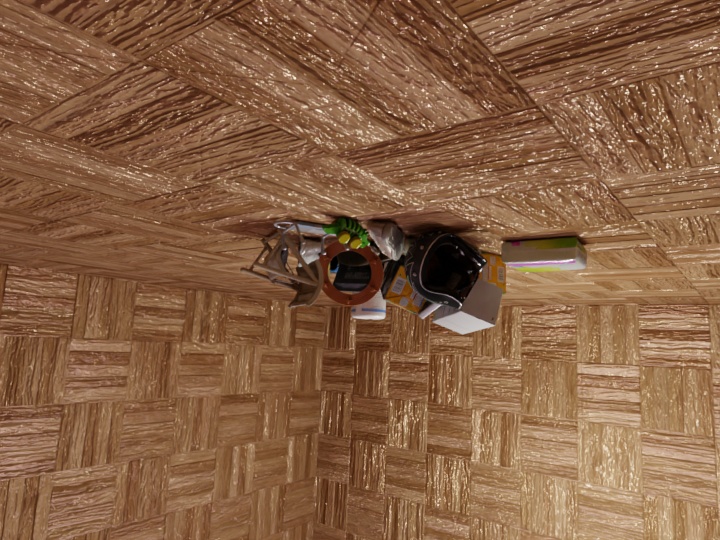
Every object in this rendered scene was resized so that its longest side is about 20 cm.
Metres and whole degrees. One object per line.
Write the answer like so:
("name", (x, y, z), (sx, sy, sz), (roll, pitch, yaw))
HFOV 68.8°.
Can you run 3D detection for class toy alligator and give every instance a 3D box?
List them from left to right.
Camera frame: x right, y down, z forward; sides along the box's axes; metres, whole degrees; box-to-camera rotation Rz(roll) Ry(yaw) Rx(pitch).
("toy alligator", (-0.008, -0.090, 1.301), (0.199, 0.059, 0.054), (20, 119, -41))

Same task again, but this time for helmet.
("helmet", (0.207, -0.008, 1.356), (0.190, 0.201, 0.200), (30, 176, 10))

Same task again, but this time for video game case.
("video game case", (0.267, 0.040, 1.569), (0.023, 0.182, 0.200), (42, 133, -4))

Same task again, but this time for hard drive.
("hard drive", (0.000, 0.000, 1.632), (0.139, 0.033, 0.200), (1, -149, 9))

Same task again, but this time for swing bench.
("swing bench", (-0.210, 0.002, 1.490), (0.200, 0.130, 0.199), (38, 161, -16))

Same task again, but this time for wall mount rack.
("wall mount rack", (-0.117, -0.083, 1.335), (0.199, 0.075, 0.174), (6, 171, -25))

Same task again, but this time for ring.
("ring", (-0.032, 0.008, 1.525), (0.199, 0.202, 0.019), (1, -167, 9))

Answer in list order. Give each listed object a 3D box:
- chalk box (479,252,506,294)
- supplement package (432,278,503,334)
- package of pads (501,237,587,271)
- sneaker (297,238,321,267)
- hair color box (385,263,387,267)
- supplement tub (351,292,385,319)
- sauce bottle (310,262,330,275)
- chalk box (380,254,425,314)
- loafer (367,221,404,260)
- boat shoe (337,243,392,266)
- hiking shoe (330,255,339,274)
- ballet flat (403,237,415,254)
("chalk box", (0.357, 0.019, 1.714), (0.123, 0.125, 0.200), (8, 169, -34))
("supplement package", (0.317, 0.107, 1.576), (0.116, 0.118, 0.200), (23, 161, -11))
("package of pads", (0.507, -0.040, 1.445), (0.199, 0.069, 0.154), (-2, 170, 33))
("sneaker", (-0.152, -0.050, 1.603), (0.080, 0.071, 0.200), (1, 172, -9))
("hair color box", (0.062, 0.019, 1.862), (0.199, 0.112, 0.064), (2, 172, 12))
("supplement tub", (0.033, 0.081, 1.986), (0.131, 0.202, 0.132), (3, 172, 0))
("sauce bottle", (-0.132, 0.003, 1.768), (0.064, 0.065, 0.200), (3, 151, 0))
("chalk box", (0.138, 0.028, 1.639), (0.123, 0.125, 0.200), (24, -165, -10))
("loafer", (0.067, -0.083, 1.352), (0.063, 0.072, 0.200), (19, 170, 17))
("boat shoe", (0.027, -0.044, 1.573), (0.200, 0.072, 0.066), (-7, 163, 28))
("hiking shoe", (-0.044, -0.013, 1.798), (0.199, 0.075, 0.087), (-1, 172, 26))
("ballet flat", (0.171, -0.052, 1.515), (0.069, 0.070, 0.200), (0, 171, 17))
